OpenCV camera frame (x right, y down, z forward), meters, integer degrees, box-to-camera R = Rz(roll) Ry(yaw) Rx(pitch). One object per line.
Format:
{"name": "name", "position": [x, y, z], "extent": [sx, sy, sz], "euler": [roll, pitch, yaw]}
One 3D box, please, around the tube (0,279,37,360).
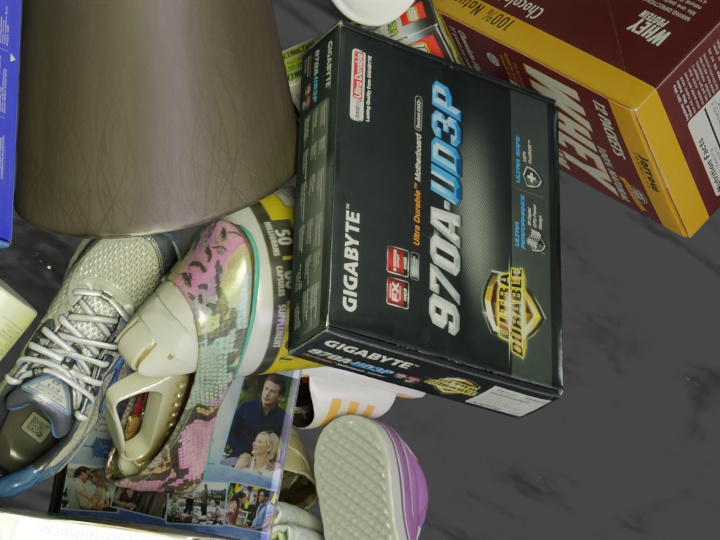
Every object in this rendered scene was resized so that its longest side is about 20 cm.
{"name": "tube", "position": [-0.269, 0.088, 1.255], "extent": [0.200, 0.052, 0.058], "euler": [-53, 134, -3]}

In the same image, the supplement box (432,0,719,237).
{"name": "supplement box", "position": [0.193, -0.166, 1.425], "extent": [0.200, 0.197, 0.133], "euler": [-46, 138, -13]}

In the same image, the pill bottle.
{"name": "pill bottle", "position": [0.000, 0.000, 1.307], "extent": [0.200, 0.111, 0.111], "euler": [-7, 120, -27]}

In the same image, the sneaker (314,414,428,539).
{"name": "sneaker", "position": [0.018, 0.202, 1.443], "extent": [0.114, 0.073, 0.201], "euler": [34, 56, -69]}

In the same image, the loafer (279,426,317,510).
{"name": "loafer", "position": [-0.108, 0.147, 1.435], "extent": [0.200, 0.068, 0.076], "euler": [-16, 125, -37]}

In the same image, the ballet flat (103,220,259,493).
{"name": "ballet flat", "position": [-0.110, 0.059, 1.234], "extent": [0.071, 0.069, 0.200], "euler": [-10, 137, -30]}

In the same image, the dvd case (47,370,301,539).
{"name": "dvd case", "position": [-0.117, 0.107, 1.355], "extent": [0.143, 0.018, 0.200], "euler": [9, 98, -11]}

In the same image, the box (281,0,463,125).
{"name": "box", "position": [0.030, -0.075, 1.355], "extent": [0.110, 0.035, 0.200], "euler": [-22, 134, 9]}

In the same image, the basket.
{"name": "basket", "position": [-0.117, -0.142, 1.196], "extent": [0.180, 0.136, 0.200], "euler": [-21, 125, -31]}

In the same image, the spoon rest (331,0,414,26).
{"name": "spoon rest", "position": [0.028, -0.239, 1.267], "extent": [0.099, 0.061, 0.200], "euler": [36, 69, -46]}

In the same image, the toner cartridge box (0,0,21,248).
{"name": "toner cartridge box", "position": [-0.218, -0.116, 1.091], "extent": [0.095, 0.043, 0.200], "euler": [21, 66, -58]}

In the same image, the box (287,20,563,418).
{"name": "box", "position": [0.040, -0.028, 1.239], "extent": [0.159, 0.046, 0.200], "euler": [17, 59, -27]}

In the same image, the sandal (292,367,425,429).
{"name": "sandal", "position": [-0.050, 0.071, 1.443], "extent": [0.207, 0.079, 0.059], "euler": [12, 108, -38]}

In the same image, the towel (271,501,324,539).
{"name": "towel", "position": [-0.079, 0.238, 1.483], "extent": [0.171, 0.048, 0.200], "euler": [-40, 157, 5]}

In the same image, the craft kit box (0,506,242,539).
{"name": "craft kit box", "position": [-0.170, 0.161, 1.236], "extent": [0.197, 0.200, 0.049], "euler": [12, 82, -14]}

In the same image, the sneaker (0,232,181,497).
{"name": "sneaker", "position": [-0.167, 0.058, 1.266], "extent": [0.200, 0.077, 0.085], "euler": [-60, 180, 22]}
